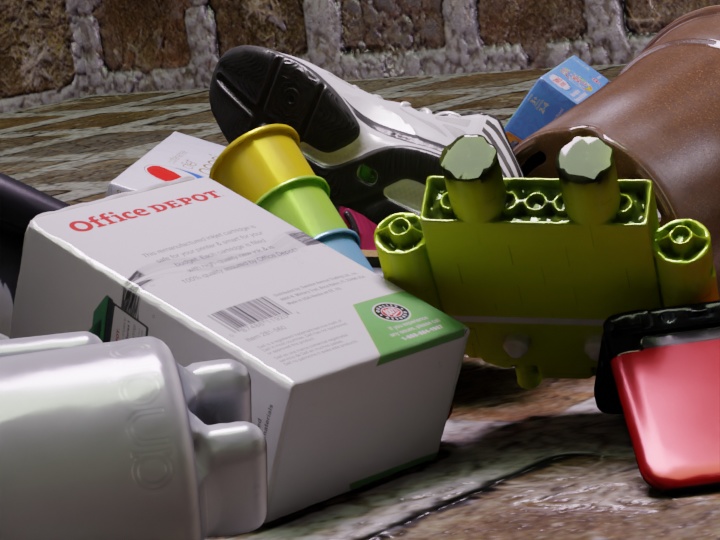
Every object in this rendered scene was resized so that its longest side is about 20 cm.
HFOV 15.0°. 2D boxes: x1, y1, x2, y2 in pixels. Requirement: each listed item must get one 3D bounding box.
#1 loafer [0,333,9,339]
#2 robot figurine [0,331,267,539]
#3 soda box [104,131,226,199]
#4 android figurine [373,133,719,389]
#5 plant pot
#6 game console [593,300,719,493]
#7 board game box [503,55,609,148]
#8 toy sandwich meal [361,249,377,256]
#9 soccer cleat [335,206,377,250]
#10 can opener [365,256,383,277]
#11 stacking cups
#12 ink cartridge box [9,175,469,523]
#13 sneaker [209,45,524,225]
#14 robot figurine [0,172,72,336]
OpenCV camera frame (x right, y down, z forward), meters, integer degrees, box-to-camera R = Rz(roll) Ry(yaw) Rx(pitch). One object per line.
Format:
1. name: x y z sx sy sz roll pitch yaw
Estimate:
1. loafer: -0.265 0.086 1.620 0.199 0.076 0.070 -9 23 37
2. robot figurine: -0.144 0.094 1.267 0.198 0.113 0.170 -9 42 -10
3. soda box: -0.114 -0.035 1.735 0.068 0.064 0.200 17 13 4
4. android figurine: 0.101 0.002 1.467 0.181 0.201 0.041 2 53 12
5. plant pot: 0.193 -0.042 1.705 0.199 0.202 0.198 0 19 41
6. game console: 0.230 0.075 1.421 0.198 0.120 0.173 -7 -23 -1
7. board game box: 0.088 -0.048 1.847 0.037 0.201 0.151 36 15 4
8. toy sandwich meal: -0.004 0.042 1.683 0.203 0.071 0.205 0 18 0
9. soccer cleat: -0.033 -0.009 1.833 0.199 0.070 0.086 -32 -6 10
10. can opener: 0.000 0.000 1.605 0.198 0.067 0.053 7 17 4
11. stacking cups: -0.016 0.012 1.540 0.060 0.201 0.061 -24 -27 -13
12. ink cartridge box: -0.067 0.036 1.450 0.199 0.085 0.146 30 29 33
13. sneaker: 0.010 -0.075 1.645 0.200 0.076 0.115 31 22 19
14. robot figurine: -0.240 0.005 1.763 0.199 0.126 0.150 24 -5 -3
